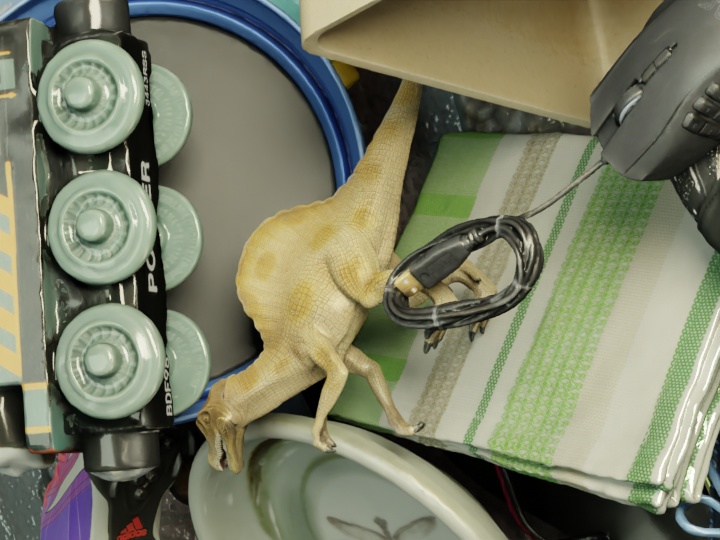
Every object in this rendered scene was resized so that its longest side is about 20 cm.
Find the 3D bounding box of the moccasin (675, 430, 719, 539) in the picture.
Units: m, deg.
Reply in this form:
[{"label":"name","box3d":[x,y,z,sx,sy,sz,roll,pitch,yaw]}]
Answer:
[{"label":"moccasin","box3d":[0.167,0.121,0.782,0.080,0.068,0.201,-14,83,41]}]

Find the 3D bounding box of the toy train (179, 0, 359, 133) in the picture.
[{"label":"toy train","box3d":[-0.055,-0.158,0.951,0.149,0.056,0.201,12,103,11]}]

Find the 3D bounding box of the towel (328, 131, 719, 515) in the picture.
[{"label":"towel","box3d":[0.082,0.014,0.850,0.199,0.031,0.150,9,70,50]}]

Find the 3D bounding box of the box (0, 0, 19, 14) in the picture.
[{"label":"box","box3d":[-0.143,-0.107,1.051,0.122,0.048,0.201,38,117,28]}]

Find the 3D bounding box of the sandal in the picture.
[{"label":"sandal","box3d":[0.099,0.094,0.888,0.200,0.045,0.075,37,117,29]}]

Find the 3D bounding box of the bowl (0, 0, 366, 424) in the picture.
[{"label":"bowl","box3d":[-0.094,-0.032,0.907,0.199,0.039,0.202,0,84,3]}]

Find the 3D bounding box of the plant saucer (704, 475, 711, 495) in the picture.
[{"label":"plant saucer","box3d":[0.218,0.045,0.797,0.199,0.031,0.201,6,99,39]}]

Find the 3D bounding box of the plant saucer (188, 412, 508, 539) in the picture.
[{"label":"plant saucer","box3d":[0.014,0.133,0.930,0.199,0.050,0.201,27,140,24]}]

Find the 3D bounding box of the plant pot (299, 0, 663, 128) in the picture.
[{"label":"plant pot","box3d":[0.095,-0.183,0.773,0.199,0.199,0.178,-25,68,37]}]

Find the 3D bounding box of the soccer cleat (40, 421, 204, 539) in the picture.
[{"label":"soccer cleat","box3d":[-0.120,0.096,0.981,0.073,0.068,0.201,30,118,42]}]

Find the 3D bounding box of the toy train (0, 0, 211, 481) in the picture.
[{"label":"toy train","box3d":[-0.128,-0.012,0.851,0.113,0.085,0.201,-5,86,15]}]

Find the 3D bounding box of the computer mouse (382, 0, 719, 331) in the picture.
[{"label":"computer mouse","box3d":[0.079,-0.042,0.751,0.200,0.034,0.059,-41,54,22]}]

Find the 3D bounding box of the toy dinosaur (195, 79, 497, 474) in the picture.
[{"label":"toy dinosaur","box3d":[0.000,0.000,0.841,0.101,0.058,0.201,27,85,21]}]

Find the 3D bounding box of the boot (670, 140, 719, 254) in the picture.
[{"label":"boot","box3d":[0.212,-0.035,0.719,0.203,0.073,0.154,-27,58,17]}]

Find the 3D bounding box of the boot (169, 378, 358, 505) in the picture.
[{"label":"boot","box3d":[-0.059,0.012,0.994,0.096,0.075,0.201,-7,102,29]}]
